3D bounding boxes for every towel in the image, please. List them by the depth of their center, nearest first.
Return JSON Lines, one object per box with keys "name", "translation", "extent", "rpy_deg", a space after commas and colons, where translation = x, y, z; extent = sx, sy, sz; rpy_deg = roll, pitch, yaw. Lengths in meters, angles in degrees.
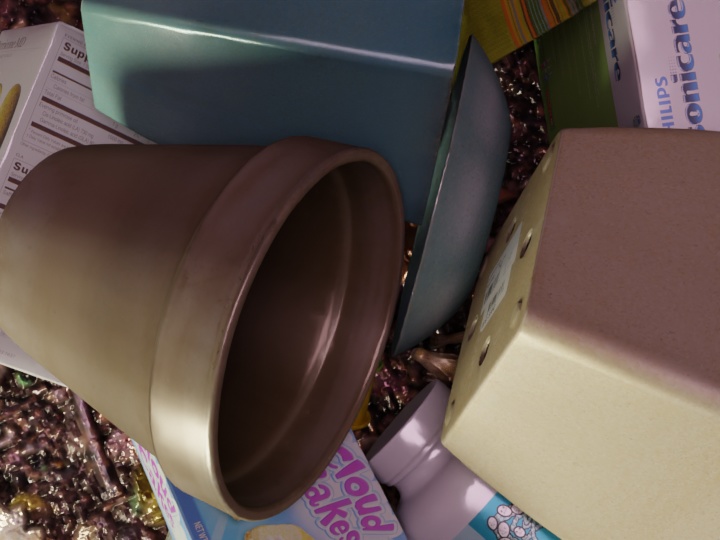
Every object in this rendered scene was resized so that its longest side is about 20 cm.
{"name": "towel", "translation": [0.067, -0.170, 0.833], "extent": [0.018, 0.200, 0.086], "rpy_deg": [-18, 86, -36]}

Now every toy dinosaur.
{"name": "toy dinosaur", "translation": [0.112, 0.052, 0.858], "extent": [0.200, 0.101, 0.058], "rpy_deg": [-15, 97, -27]}

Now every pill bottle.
{"name": "pill bottle", "translation": [0.097, 0.156, 0.782], "extent": [0.200, 0.111, 0.111], "rpy_deg": [41, 85, 0]}

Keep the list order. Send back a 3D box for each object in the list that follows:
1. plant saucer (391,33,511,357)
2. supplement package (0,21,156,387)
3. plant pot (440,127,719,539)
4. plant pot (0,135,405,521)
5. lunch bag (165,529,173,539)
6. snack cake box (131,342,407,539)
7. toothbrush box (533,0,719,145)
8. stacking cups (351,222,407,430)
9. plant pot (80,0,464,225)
{"name": "plant saucer", "translation": [0.060, -0.041, 0.798], "extent": [0.039, 0.201, 0.201], "rpy_deg": [13, 86, -1]}
{"name": "supplement package", "translation": [-0.198, -0.041, 0.823], "extent": [0.109, 0.114, 0.200], "rpy_deg": [25, 81, -33]}
{"name": "plant pot", "translation": [0.154, 0.040, 0.701], "extent": [0.177, 0.200, 0.200], "rpy_deg": [19, 53, -4]}
{"name": "plant pot", "translation": [-0.095, 0.009, 0.705], "extent": [0.173, 0.200, 0.200], "rpy_deg": [19, 85, 22]}
{"name": "lunch bag", "translation": [-0.053, 0.240, 0.831], "extent": [0.200, 0.118, 0.164], "rpy_deg": [25, 83, -5]}
{"name": "snack cake box", "translation": [-0.050, 0.141, 0.763], "extent": [0.115, 0.067, 0.200], "rpy_deg": [-19, 62, -20]}
{"name": "toothbrush box", "translation": [0.178, -0.124, 0.823], "extent": [0.086, 0.200, 0.146], "rpy_deg": [-8, 86, -5]}
{"name": "stacking cups", "translation": [0.000, 0.000, 0.849], "extent": [0.060, 0.061, 0.200], "rpy_deg": [13, 103, -2]}
{"name": "plant pot", "translation": [-0.047, -0.135, 0.742], "extent": [0.199, 0.141, 0.142], "rpy_deg": [9, 58, 1]}
